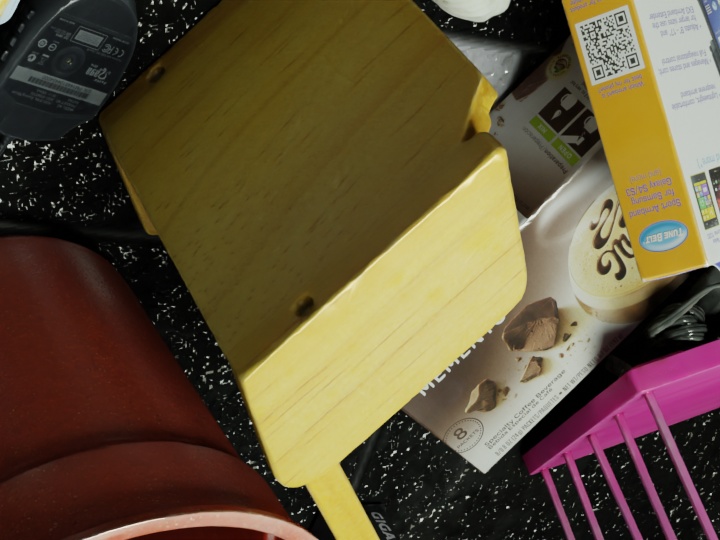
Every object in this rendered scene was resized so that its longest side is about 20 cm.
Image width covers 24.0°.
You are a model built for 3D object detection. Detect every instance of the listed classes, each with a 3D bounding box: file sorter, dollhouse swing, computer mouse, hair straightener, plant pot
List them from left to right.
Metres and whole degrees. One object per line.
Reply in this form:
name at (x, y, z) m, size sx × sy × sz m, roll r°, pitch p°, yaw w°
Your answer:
computer mouse at (-0.163, -0.056, 0.731) m, size 0.200 × 0.034 × 0.058 m, roll -49°, pitch 145°, yaw 18°
plant pot at (-0.136, 0.101, 0.730) m, size 0.199 × 0.196 × 0.202 m, roll -18°, pitch 139°, yaw -17°
dollhouse swing at (0.000, 0.000, 0.736) m, size 0.182 × 0.200 × 0.176 m, roll -41°, pitch 131°, yaw 5°
hair straightener at (0.166, 0.035, 0.875) m, size 0.077 × 0.041 × 0.200 m, roll -43°, pitch 176°, yaw -12°
file sorter at (0.196, 0.114, 0.908) m, size 0.138 × 0.126 × 0.200 m, roll -18°, pitch 166°, yaw -15°

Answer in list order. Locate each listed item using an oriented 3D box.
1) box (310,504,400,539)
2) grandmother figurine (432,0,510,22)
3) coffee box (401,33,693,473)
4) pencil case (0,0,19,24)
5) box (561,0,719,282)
box at (-0.003, 0.267, 0.928) m, size 0.049 × 0.199 × 0.201 m, roll 10°, pitch 117°, yaw -31°
grandmother figurine at (0.055, -0.200, 0.716) m, size 0.120 × 0.061 × 0.201 m, roll -12°, pitch 127°, yaw -26°
coffee box at (0.086, -0.009, 0.855) m, size 0.200 × 0.080 × 0.113 m, roll -44°, pitch 131°, yaw 6°
pencil case at (-0.118, -0.184, 0.623) m, size 0.091 × 0.083 × 0.200 m, roll 32°, pitch 105°, yaw -39°
box at (0.149, -0.083, 0.762) m, size 0.119 × 0.041 × 0.202 m, roll -17°, pitch 93°, yaw -48°
